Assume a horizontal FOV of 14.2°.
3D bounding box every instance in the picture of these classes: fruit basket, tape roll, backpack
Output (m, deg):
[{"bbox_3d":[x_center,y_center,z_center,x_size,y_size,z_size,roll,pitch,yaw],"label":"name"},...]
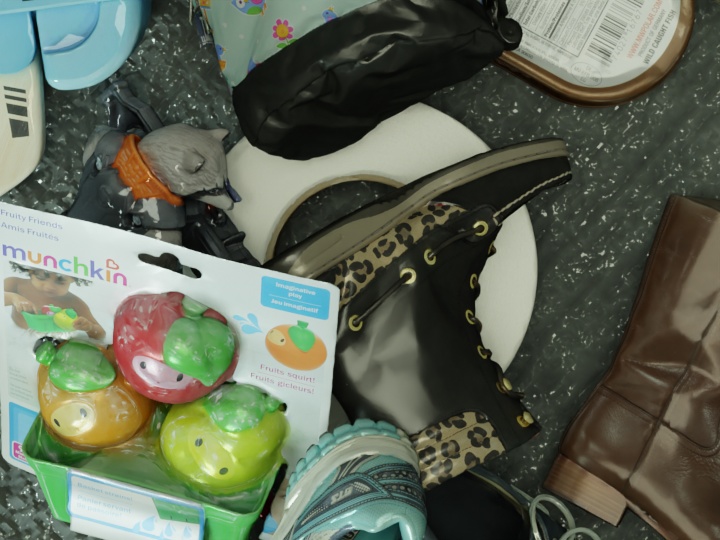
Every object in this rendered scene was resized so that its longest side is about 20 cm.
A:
[{"bbox_3d":[-0.105,0.062,1.496,0.185,0.200,0.094,15,50,9],"label":"fruit basket"},{"bbox_3d":[0.000,0.000,1.637,0.202,0.037,0.203,0,92,2],"label":"tape roll"},{"bbox_3d":[-0.024,-0.180,1.558,0.167,0.127,0.200,-25,73,19],"label":"backpack"}]

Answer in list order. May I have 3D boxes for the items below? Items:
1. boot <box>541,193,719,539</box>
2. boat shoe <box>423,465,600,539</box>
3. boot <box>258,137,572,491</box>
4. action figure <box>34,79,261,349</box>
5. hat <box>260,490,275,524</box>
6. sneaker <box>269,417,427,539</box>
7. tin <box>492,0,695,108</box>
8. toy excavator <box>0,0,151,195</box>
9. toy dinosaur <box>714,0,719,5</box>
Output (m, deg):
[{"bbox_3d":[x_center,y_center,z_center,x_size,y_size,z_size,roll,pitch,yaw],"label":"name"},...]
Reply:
[{"bbox_3d":[0.222,0.071,1.625,0.186,0.064,0.200,27,88,-1],"label":"boot"},{"bbox_3d":[0.080,0.153,1.608,0.200,0.062,0.075,41,73,-15],"label":"boat shoe"},{"bbox_3d":[0.053,0.024,1.555,0.200,0.073,0.151,-26,88,-30],"label":"boot"},{"bbox_3d":[-0.123,0.004,1.580,0.200,0.105,0.194,48,121,20],"label":"action figure"},{"bbox_3d":[0.037,0.189,1.617,0.165,0.200,0.176,-19,57,26],"label":"hat"},{"bbox_3d":[-0.028,0.175,1.477,0.078,0.086,0.200,16,115,-23],"label":"sneaker"},{"bbox_3d":[0.095,-0.170,1.630,0.200,0.042,0.112,28,88,1],"label":"tin"},{"bbox_3d":[-0.183,-0.121,1.617,0.194,0.100,0.200,-8,100,3],"label":"toy excavator"},{"bbox_3d":[0.170,-0.213,1.603,0.200,0.047,0.088,44,57,-6],"label":"toy dinosaur"}]
